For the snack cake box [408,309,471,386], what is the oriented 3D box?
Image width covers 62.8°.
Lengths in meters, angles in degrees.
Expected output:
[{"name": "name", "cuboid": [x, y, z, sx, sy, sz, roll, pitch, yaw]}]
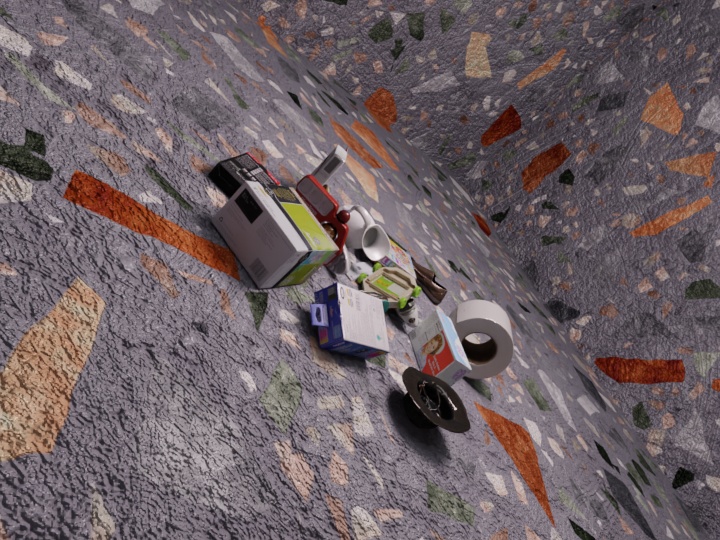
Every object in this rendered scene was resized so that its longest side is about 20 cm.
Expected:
[{"name": "snack cake box", "cuboid": [0.212, 0.217, 1.599, 0.067, 0.115, 0.200, 34, 25, -31]}]

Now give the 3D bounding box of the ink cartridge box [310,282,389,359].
[{"name": "ink cartridge box", "cuboid": [-0.029, 0.113, 1.326, 0.200, 0.076, 0.137, 25, 50, -49]}]

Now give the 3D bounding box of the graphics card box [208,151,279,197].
[{"name": "graphics card box", "cuboid": [-0.294, -0.234, 1.519, 0.125, 0.051, 0.200, 45, 20, -6]}]

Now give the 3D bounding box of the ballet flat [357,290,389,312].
[{"name": "ballet flat", "cuboid": [-0.015, 0.078, 1.477, 0.200, 0.068, 0.068, 8, 24, -46]}]

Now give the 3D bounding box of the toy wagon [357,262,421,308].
[{"name": "toy wagon", "cuboid": [0.065, 0.053, 1.640, 0.155, 0.040, 0.200, 31, 43, 27]}]

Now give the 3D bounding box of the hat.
[{"name": "hat", "cuboid": [0.156, 0.320, 1.363, 0.200, 0.081, 0.201, 33, 20, -14]}]

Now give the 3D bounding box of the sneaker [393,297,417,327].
[{"name": "sneaker", "cuboid": [0.122, 0.095, 1.724, 0.200, 0.074, 0.089, -104, 171, -58]}]

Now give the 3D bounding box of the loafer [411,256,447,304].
[{"name": "loafer", "cuboid": [0.228, 0.021, 2.040, 0.200, 0.071, 0.073, 49, 21, 5]}]

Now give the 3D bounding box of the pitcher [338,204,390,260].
[{"name": "pitcher", "cuboid": [-0.014, -0.135, 1.697, 0.200, 0.121, 0.172, 36, -27, 50]}]

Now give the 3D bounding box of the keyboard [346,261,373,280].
[{"name": "keyboard", "cuboid": [0.000, 0.000, 1.729, 0.056, 0.011, 0.200, 47, 20, 14]}]

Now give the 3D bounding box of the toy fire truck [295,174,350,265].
[{"name": "toy fire truck", "cuboid": [-0.116, -0.119, 1.489, 0.200, 0.168, 0.112, 46, 21, -3]}]

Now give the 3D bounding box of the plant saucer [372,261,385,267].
[{"name": "plant saucer", "cuboid": [0.081, -0.042, 1.917, 0.200, 0.037, 0.200, 39, 22, -19]}]

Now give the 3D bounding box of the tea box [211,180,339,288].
[{"name": "tea box", "cuboid": [-0.188, -0.080, 1.332, 0.200, 0.134, 0.197, 53, 22, 14]}]

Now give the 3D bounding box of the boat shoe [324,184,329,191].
[{"name": "boat shoe", "cuboid": [-0.119, -0.200, 1.780, 0.201, 0.073, 0.063, -97, 171, -64]}]

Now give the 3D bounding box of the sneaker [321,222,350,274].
[{"name": "sneaker", "cuboid": [-0.061, -0.062, 1.624, 0.082, 0.075, 0.200, 25, 30, -42]}]

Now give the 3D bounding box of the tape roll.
[{"name": "tape roll", "cuboid": [0.354, 0.205, 1.775, 0.203, 0.203, 0.139, 45, 21, -6]}]

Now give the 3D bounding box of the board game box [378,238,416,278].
[{"name": "board game box", "cuboid": [0.086, -0.055, 1.851, 0.200, 0.034, 0.135, 37, 24, -25]}]

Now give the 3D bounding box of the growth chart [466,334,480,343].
[{"name": "growth chart", "cuboid": [0.366, 0.242, 1.987, 0.145, 0.018, 0.200, 41, 22, -15]}]

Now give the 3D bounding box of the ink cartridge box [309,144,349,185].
[{"name": "ink cartridge box", "cuboid": [-0.117, -0.287, 1.744, 0.044, 0.200, 0.174, 40, 22, -16]}]
